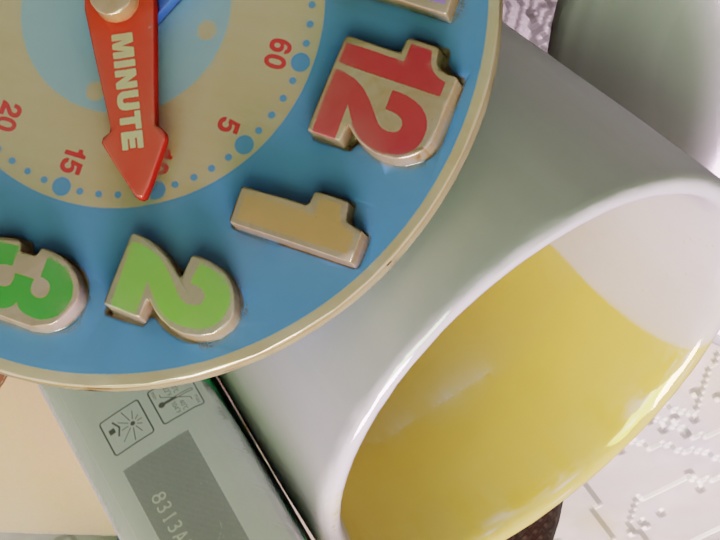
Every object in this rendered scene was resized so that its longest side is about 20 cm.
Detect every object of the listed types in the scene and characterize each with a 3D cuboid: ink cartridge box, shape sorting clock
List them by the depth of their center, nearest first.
[{"bbox_3d":[-0.061,-0.068,0.787,0.199,0.039,0.201,-1,79,7],"label":"shape sorting clock"},{"bbox_3d":[-0.032,0.090,0.898,0.050,0.161,0.200,-33,142,0],"label":"ink cartridge box"}]

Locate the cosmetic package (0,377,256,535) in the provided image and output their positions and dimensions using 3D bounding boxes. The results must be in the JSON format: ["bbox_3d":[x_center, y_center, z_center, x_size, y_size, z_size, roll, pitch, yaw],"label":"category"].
[{"bbox_3d":[-0.088,-0.012,0.988,0.105,0.071,0.201,0,122,3],"label":"cosmetic package"}]

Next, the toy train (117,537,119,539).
[{"bbox_3d":[-0.061,0.173,1.035,0.086,0.200,0.115,-1,112,6],"label":"toy train"}]

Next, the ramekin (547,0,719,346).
[{"bbox_3d":[0.157,-0.076,0.915,0.202,0.094,0.203,2,123,4],"label":"ramekin"}]

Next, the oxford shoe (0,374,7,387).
[{"bbox_3d":[-0.166,-0.012,0.935,0.071,0.200,0.071,30,101,-39],"label":"oxford shoe"}]

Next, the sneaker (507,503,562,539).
[{"bbox_3d":[0.022,0.065,1.045,0.085,0.073,0.200,27,133,24],"label":"sneaker"}]

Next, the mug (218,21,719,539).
[{"bbox_3d":[-0.003,-0.003,0.867,0.153,0.149,0.187,48,122,27],"label":"mug"}]
